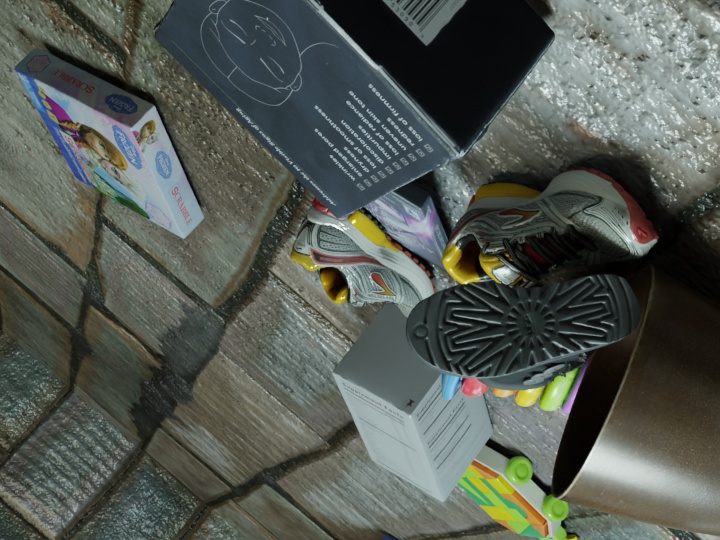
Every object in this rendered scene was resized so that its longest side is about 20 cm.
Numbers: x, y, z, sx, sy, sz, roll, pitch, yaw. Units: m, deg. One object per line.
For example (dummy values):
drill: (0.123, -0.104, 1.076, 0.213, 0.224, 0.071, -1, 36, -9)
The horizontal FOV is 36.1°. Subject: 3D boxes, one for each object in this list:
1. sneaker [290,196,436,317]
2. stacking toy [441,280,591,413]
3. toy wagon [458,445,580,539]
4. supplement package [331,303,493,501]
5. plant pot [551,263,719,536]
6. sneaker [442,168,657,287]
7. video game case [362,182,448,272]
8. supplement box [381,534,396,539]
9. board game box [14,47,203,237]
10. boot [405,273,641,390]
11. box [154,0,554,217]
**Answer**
sneaker: (0.000, 0.000, 1.070, 0.078, 0.082, 0.200, 29, 173, 46)
stacking toy: (0.177, 0.089, 0.989, 0.199, 0.117, 0.110, 24, 158, 8)
toy wagon: (0.194, 0.287, 1.378, 0.200, 0.040, 0.155, 46, 157, -13)
supplement package: (0.063, 0.148, 1.236, 0.113, 0.110, 0.201, 26, 154, 30)
plant pot: (0.269, 0.119, 0.817, 0.199, 0.188, 0.187, 22, 155, 5)
sneaker: (0.139, -0.019, 0.832, 0.078, 0.082, 0.200, 48, 155, -20)
video game case: (0.013, -0.064, 0.973, 0.142, 0.019, 0.200, 33, 173, 17)
supplement box: (0.061, 0.625, 1.991, 0.134, 0.200, 0.200, 25, 152, 29)
board game box: (-0.296, -0.150, 1.317, 0.199, 0.041, 0.201, 27, 154, 28)
boot: (0.110, 0.055, 0.844, 0.163, 0.066, 0.200, -4, 170, -3)
box: (-0.013, -0.160, 0.755, 0.200, 0.124, 0.196, 44, 156, -11)
